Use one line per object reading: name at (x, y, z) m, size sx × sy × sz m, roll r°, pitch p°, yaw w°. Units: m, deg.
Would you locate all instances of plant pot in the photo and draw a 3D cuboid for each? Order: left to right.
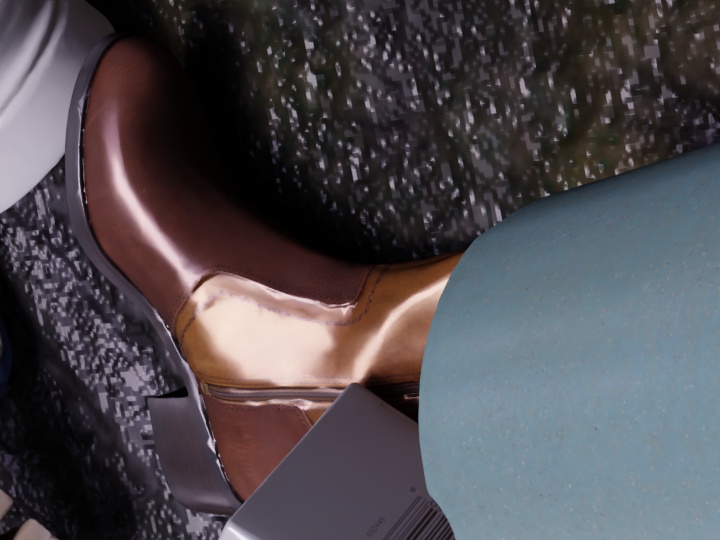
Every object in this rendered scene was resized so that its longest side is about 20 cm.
plant pot at (0.134, 0.038, 0.828) m, size 0.196 × 0.200 × 0.201 m, roll -9°, pitch 98°, yaw 46°

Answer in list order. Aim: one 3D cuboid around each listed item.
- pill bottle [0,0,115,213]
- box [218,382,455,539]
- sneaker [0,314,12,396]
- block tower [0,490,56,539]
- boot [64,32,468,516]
pill bottle at (-0.190, -0.109, 1.012) m, size 0.113 × 0.113 × 0.200 m, roll -27°, pitch 127°, yaw 39°
box at (-0.004, 0.161, 0.987) m, size 0.124 × 0.097 × 0.200 m, roll 32°, pitch 128°, yaw 9°
sneaker at (-0.186, -0.040, 1.111) m, size 0.088 × 0.075 × 0.200 m, roll -35°, pitch 85°, yaw 32°
block tower at (-0.198, 0.071, 1.077) m, size 0.200 × 0.058 × 0.054 m, roll 42°, pitch 151°, yaw -10°
boot at (0.000, 0.000, 0.986) m, size 0.200 × 0.068 × 0.189 m, roll -5°, pitch 100°, yaw 37°
